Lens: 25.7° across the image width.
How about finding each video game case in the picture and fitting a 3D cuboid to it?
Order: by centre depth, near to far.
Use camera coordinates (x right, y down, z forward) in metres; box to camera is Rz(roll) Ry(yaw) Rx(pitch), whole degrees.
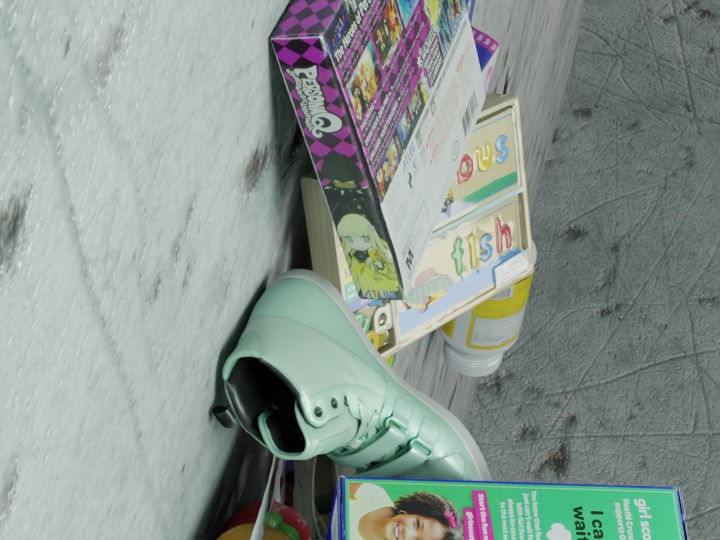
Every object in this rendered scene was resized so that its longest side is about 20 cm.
[{"bbox_3d":[0.018,-0.115,0.920,0.201,0.036,0.182,-67,148,-43],"label":"video game case"}]

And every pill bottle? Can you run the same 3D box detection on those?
[{"bbox_3d":[0.159,0.039,2.046,0.112,0.111,0.201,-66,168,-47],"label":"pill bottle"}]

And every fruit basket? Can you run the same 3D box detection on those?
[{"bbox_3d":[-0.057,0.199,0.990,0.201,0.093,0.186,-70,171,-49],"label":"fruit basket"}]

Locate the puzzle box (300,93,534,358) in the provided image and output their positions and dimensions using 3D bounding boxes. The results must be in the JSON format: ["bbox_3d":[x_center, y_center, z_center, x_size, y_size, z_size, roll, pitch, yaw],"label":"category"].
[{"bbox_3d":[0.044,-0.029,1.052,0.199,0.025,0.134,-28,118,-42],"label":"puzzle box"}]

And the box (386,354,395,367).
[{"bbox_3d":[-0.004,0.067,1.257,0.201,0.048,0.118,96,13,-54],"label":"box"}]

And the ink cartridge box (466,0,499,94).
[{"bbox_3d":[0.091,-0.152,1.508,0.197,0.043,0.201,-58,163,-62],"label":"ink cartridge box"}]

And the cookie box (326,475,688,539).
[{"bbox_3d":[0.078,0.193,0.938,0.172,0.198,0.076,99,-9,-54],"label":"cookie box"}]

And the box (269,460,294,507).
[{"bbox_3d":[0.030,0.208,1.178,0.039,0.136,0.201,-65,141,-48],"label":"box"}]

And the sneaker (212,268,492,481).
[{"bbox_3d":[-0.006,0.105,0.928,0.074,0.201,0.118,-37,-171,32],"label":"sneaker"}]

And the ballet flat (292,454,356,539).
[{"bbox_3d":[-0.011,0.156,1.073,0.070,0.069,0.201,-63,152,-54],"label":"ballet flat"}]
